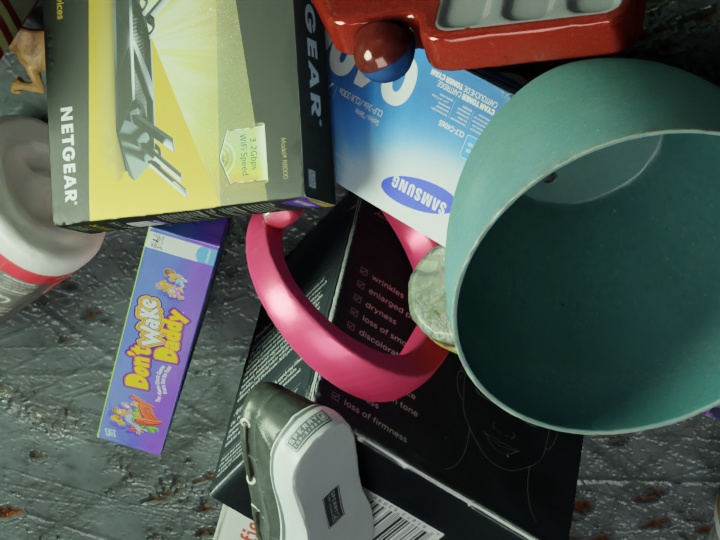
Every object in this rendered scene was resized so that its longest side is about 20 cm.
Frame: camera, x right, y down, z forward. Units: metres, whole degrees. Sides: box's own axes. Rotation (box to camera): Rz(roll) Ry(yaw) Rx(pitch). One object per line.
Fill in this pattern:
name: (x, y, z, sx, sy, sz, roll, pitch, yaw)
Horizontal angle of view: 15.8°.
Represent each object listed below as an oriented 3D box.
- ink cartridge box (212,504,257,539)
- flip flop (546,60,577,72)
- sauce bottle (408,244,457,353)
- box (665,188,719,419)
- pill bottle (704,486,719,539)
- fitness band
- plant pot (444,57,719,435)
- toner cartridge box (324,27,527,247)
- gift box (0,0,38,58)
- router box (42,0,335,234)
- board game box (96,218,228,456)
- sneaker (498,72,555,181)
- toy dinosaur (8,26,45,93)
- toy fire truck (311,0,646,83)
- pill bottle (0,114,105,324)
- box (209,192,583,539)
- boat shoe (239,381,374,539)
ink cartridge box: (0.008, 0.161, 1.800, 0.199, 0.083, 0.147, 17, 135, -2)
flip flop: (0.175, -0.073, 1.552, 0.081, 0.058, 0.200, 12, 162, 49)
sauce bottle: (0.095, 0.034, 1.559, 0.064, 0.065, 0.200, -12, 161, 24)
box: (0.227, 0.002, 1.512, 0.200, 0.104, 0.148, 16, 125, -35)
pill bottle: (0.299, 0.145, 1.689, 0.115, 0.116, 0.200, 18, 134, -4)
fitness band: (0.000, 0.000, 1.546, 0.037, 0.200, 0.144, -36, 99, 28)
plant pot: (0.130, -0.033, 1.347, 0.199, 0.135, 0.201, -8, 131, -9)
toner cartridge box: (0.018, -0.089, 1.477, 0.043, 0.200, 0.095, 6, 108, -45)
gift box: (-0.305, -0.176, 1.469, 0.184, 0.200, 0.187, -18, 118, 22)
router box: (-0.101, -0.128, 1.481, 0.157, 0.201, 0.052, -7, 173, 19)
board game box: (-0.115, 0.001, 1.642, 0.045, 0.135, 0.200, 16, 135, -2)
sneaker: (0.072, -0.080, 1.510, 0.081, 0.200, 0.088, 9, 118, -47)
toy dinosaur: (-0.157, -0.127, 1.582, 0.199, 0.061, 0.106, 4, 133, 10)
toy fire truck: (0.060, -0.170, 1.408, 0.199, 0.168, 0.112, -4, 132, 18)
pill bottle: (-0.266, -0.009, 1.686, 0.111, 0.111, 0.200, 39, 130, -23)
box: (0.032, 0.090, 1.646, 0.200, 0.197, 0.124, 32, 134, -17)
boat shoe: (-0.035, 0.136, 1.531, 0.057, 0.069, 0.200, 36, 150, 27)
